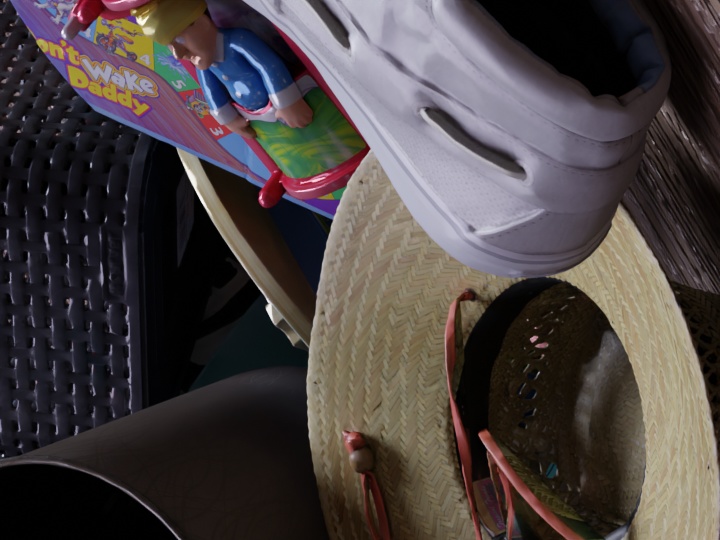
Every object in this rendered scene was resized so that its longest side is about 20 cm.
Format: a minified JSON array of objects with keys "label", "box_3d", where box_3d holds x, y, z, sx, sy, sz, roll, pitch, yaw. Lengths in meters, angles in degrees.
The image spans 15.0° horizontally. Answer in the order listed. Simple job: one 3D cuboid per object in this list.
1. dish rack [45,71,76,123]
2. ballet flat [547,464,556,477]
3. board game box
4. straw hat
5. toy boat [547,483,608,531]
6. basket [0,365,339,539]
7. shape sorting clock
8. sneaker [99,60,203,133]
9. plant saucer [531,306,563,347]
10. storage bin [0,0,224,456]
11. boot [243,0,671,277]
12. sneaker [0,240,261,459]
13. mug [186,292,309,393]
[{"label":"dish rack","box_3d":[-0.112,-0.183,1.211,0.172,0.043,0.200,76,-164,-45]},{"label":"ballet flat","box_3d":[0.098,0.101,1.239,0.200,0.076,0.064,44,-168,18]},{"label":"board game box","box_3d":[-0.042,-0.065,0.835,0.200,0.039,0.158,25,146,14]},{"label":"straw hat","box_3d":[0.070,0.042,0.810,0.201,0.085,0.201,21,115,52]},{"label":"toy boat","box_3d":[0.065,0.158,1.004,0.131,0.131,0.200,61,-175,16]},{"label":"basket","box_3d":[-0.055,0.116,0.910,0.200,0.136,0.181,-36,-52,-64]},{"label":"shape sorting clock","box_3d":[0.000,0.000,1.008,0.200,0.039,0.200,42,-164,-15]},{"label":"sneaker","box_3d":[-0.044,-0.072,0.934,0.200,0.076,0.070,37,-168,8]},{"label":"plant saucer","box_3d":[0.077,0.019,1.123,0.200,0.037,0.200,56,176,34]},{"label":"storage bin","box_3d":[-0.110,-0.030,1.065,0.200,0.094,0.135,-79,-8,-58]},{"label":"boot","box_3d":[0.006,-0.096,0.697,0.200,0.074,0.096,49,152,13]},{"label":"sneaker","box_3d":[-0.092,0.052,1.151,0.074,0.200,0.080,39,133,18]},{"label":"mug","box_3d":[0.002,0.070,1.137,0.114,0.152,0.185,36,-161,9]}]
